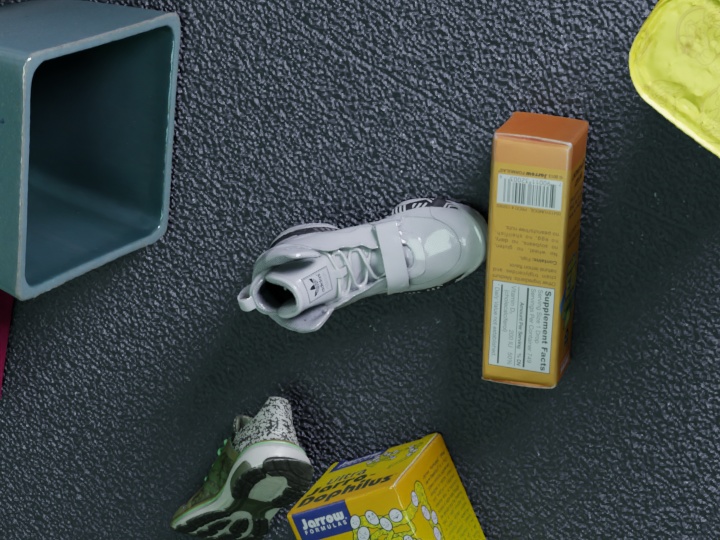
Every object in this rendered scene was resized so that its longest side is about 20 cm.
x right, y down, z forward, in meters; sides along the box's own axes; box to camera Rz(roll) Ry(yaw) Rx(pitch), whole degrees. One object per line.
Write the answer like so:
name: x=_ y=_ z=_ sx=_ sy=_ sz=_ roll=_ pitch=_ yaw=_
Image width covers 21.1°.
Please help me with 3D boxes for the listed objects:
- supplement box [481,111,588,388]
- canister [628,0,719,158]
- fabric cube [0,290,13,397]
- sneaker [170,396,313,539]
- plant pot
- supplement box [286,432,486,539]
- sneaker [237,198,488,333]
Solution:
supplement box: x=0.133 y=-0.015 z=1.486 sx=0.068 sy=0.067 sz=0.202 roll=10 pitch=113 yaw=16
canister: x=0.272 y=-0.145 z=1.303 sx=0.148 sy=0.200 sz=0.087 roll=36 pitch=118 yaw=6
fabric cube: x=-0.426 y=0.027 z=1.660 sx=0.198 sy=0.196 sz=0.201 roll=20 pitch=115 yaw=16
sneaker: x=-0.100 y=0.172 z=1.658 sx=0.076 sy=0.089 sz=0.200 roll=19 pitch=143 yaw=-26
plant pot: x=-0.284 y=-0.120 z=1.561 sx=0.198 sy=0.195 sz=0.198 roll=18 pitch=115 yaw=27
supplement box: x=0.041 y=0.255 z=1.596 sx=0.108 sy=0.109 sz=0.202 roll=-19 pitch=100 yaw=27
sneaker: x=0.000 y=0.000 z=1.518 sx=0.198 sy=0.115 sz=0.076 roll=-8 pitch=106 yaw=25
